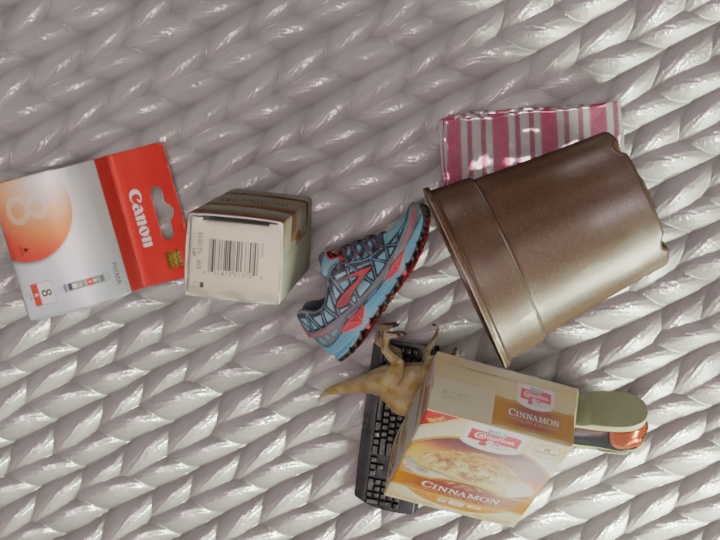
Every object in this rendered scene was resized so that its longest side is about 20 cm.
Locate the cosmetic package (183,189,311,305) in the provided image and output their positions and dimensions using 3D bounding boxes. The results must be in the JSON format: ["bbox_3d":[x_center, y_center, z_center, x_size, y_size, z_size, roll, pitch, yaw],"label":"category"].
[{"bbox_3d":[-0.114,-0.029,1.340,0.103,0.200,0.088,5,100,4],"label":"cosmetic package"}]

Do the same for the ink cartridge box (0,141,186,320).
[{"bbox_3d":[-0.300,-0.043,1.435,0.199,0.050,0.163,-13,99,12],"label":"ink cartridge box"}]

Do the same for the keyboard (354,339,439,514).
[{"bbox_3d":[0.064,0.182,1.451,0.126,0.021,0.202,8,102,5],"label":"keyboard"}]

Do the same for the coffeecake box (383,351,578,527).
[{"bbox_3d":[0.123,0.182,1.342,0.152,0.073,0.200,15,143,-3],"label":"coffeecake box"}]

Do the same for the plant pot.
[{"bbox_3d":[0.192,-0.034,1.295,0.197,0.200,0.201,-26,97,2],"label":"plant pot"}]

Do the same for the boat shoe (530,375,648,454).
[{"bbox_3d":[0.218,0.164,1.410,0.198,0.071,0.063,5,140,11],"label":"boat shoe"}]

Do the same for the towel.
[{"bbox_3d":[0.188,-0.103,1.379,0.198,0.030,0.148,-4,101,7],"label":"towel"}]

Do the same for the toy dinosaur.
[{"bbox_3d":[0.039,0.113,1.406,0.198,0.058,0.102,-1,100,13],"label":"toy dinosaur"}]

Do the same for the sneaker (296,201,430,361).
[{"bbox_3d":[0.000,0.000,1.395,0.095,0.079,0.201,35,102,1],"label":"sneaker"}]
